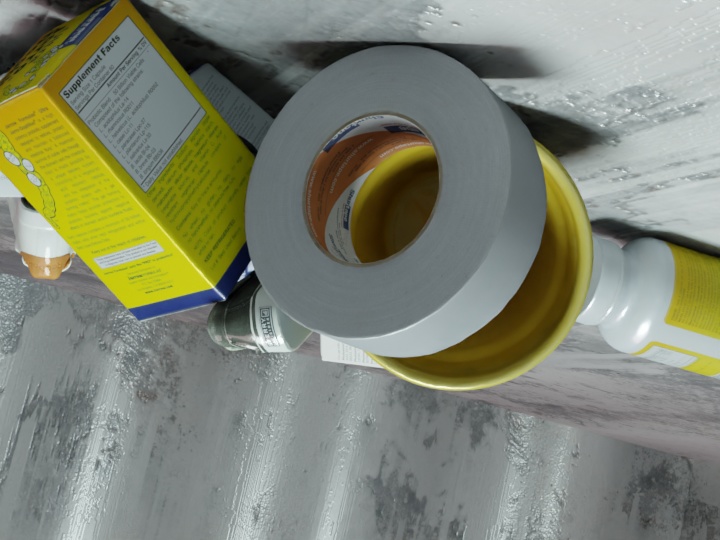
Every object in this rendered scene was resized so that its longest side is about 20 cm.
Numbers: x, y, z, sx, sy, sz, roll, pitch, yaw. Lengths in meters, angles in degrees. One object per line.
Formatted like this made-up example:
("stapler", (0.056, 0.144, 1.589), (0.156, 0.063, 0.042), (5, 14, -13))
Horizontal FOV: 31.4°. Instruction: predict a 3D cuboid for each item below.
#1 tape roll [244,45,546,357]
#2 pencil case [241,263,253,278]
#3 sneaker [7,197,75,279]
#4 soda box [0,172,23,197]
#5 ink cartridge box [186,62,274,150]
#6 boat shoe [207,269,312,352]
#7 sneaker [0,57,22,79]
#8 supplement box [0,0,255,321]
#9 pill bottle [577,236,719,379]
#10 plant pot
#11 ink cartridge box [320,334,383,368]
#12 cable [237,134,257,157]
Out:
("tape roll", (0.022, -0.046, 0.860), (0.199, 0.201, 0.066), (7, 169, 31))
("pencil case", (-0.197, -0.051, 1.413), (0.199, 0.083, 0.091), (22, 132, 14))
("sneaker", (-0.309, -0.048, 1.231), (0.072, 0.085, 0.200), (2, -161, -12))
("soda box", (-0.302, -0.105, 1.164), (0.199, 0.064, 0.068), (-1, -158, -40))
("ink cartridge box", (-0.142, -0.119, 1.085), (0.200, 0.043, 0.196), (42, 159, -23))
("boat shoe", (-0.057, 0.017, 0.984), (0.063, 0.071, 0.200), (-6, -173, 19))
("sneaker", (-0.265, -0.132, 1.062), (0.200, 0.066, 0.091), (-4, 117, 57))
("supplement box", (-0.166, -0.076, 0.924), (0.109, 0.109, 0.200), (-13, 125, 43))
("pill bottle", (0.296, 0.033, 1.216), (0.199, 0.113, 0.112), (16, 170, -17))
("plant pot", (0.075, -0.021, 1.017), (0.200, 0.202, 0.189), (13, -173, 1))
("ink cartridge box", (0.065, 0.052, 1.519), (0.199, 0.085, 0.146), (6, -155, 17))
("cable", (-0.119, -0.068, 1.034), (0.163, 0.051, 0.200), (19, 156, 34))
